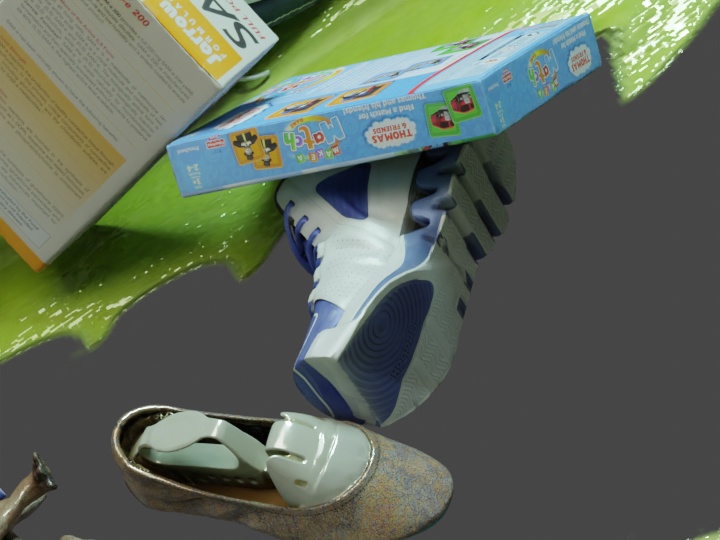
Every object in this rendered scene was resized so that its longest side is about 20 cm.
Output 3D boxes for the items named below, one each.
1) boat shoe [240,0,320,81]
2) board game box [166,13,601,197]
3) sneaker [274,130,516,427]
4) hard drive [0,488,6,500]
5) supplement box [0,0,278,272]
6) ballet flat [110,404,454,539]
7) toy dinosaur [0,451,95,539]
[{"bbox_3d":[-0.104,-0.141,1.819,0.200,0.062,0.075,-25,29,-23],"label":"boat shoe"},{"bbox_3d":[0.014,-0.092,1.665,0.200,0.037,0.151,-9,14,30],"label":"board game box"},{"bbox_3d":[0.000,-0.001,1.640,0.115,0.081,0.200,1,46,34],"label":"sneaker"},{"bbox_3d":[-0.315,0.144,1.658,0.200,0.132,0.025,-42,1,-10],"label":"hard drive"},{"bbox_3d":[-0.158,-0.108,1.712,0.200,0.126,0.074,-41,3,39],"label":"supplement box"},{"bbox_3d":[-0.049,0.103,1.575,0.200,0.067,0.068,1,53,29],"label":"ballet flat"},{"bbox_3d":[-0.201,0.183,1.585,0.135,0.086,0.200,-31,38,12],"label":"toy dinosaur"}]
